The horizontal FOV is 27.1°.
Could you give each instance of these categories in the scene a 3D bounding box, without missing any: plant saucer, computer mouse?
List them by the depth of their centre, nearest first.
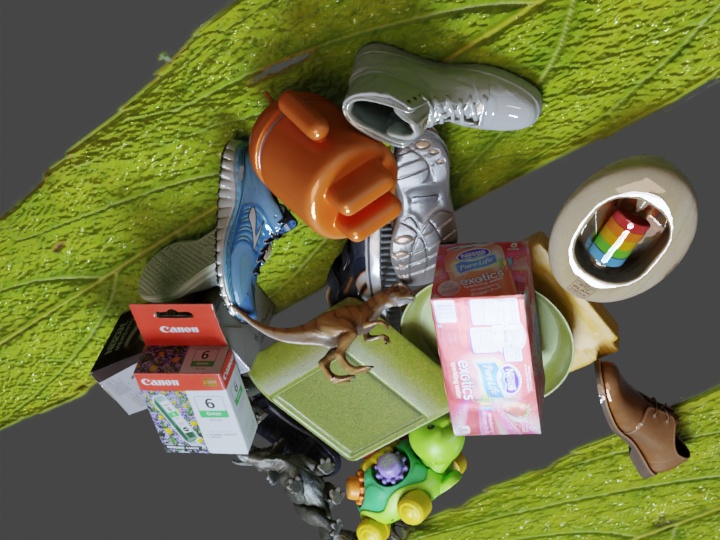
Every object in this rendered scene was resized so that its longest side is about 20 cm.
[{"bbox_3d":[0.144,0.073,1.689,0.198,0.031,0.201,8,131,9],"label":"plant saucer"},{"bbox_3d":[-0.010,0.142,1.733,0.200,0.048,0.199,40,130,-22],"label":"plant saucer"},{"bbox_3d":[-0.093,0.169,1.875,0.199,0.046,0.141,32,136,4],"label":"computer mouse"}]

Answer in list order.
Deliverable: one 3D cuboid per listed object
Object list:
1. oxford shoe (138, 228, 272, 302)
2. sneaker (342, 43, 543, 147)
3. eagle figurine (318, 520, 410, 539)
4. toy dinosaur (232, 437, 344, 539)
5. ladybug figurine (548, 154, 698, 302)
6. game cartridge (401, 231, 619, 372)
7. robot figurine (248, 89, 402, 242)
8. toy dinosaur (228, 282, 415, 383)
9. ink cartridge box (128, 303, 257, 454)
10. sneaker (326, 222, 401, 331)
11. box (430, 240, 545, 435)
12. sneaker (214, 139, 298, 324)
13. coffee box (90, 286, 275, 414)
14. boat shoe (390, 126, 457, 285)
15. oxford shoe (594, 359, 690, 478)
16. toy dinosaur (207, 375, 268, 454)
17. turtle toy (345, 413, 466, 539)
[{"bbox_3d":[-0.181,-0.005,1.741,0.199,0.076,0.058,-23,145,32],"label":"oxford shoe"},{"bbox_3d":[0.080,-0.157,1.497,0.198,0.116,0.074,13,130,5],"label":"sneaker"},{"bbox_3d":[-0.015,0.388,1.977,0.151,0.151,0.201,7,128,-40],"label":"eagle figurine"},{"bbox_3d":[-0.062,0.275,1.849,0.200,0.077,0.102,50,164,-16],"label":"toy dinosaur"},{"bbox_3d":[0.272,-0.047,1.558,0.135,0.072,0.200,29,131,-9],"label":"ladybug figurine"},{"bbox_3d":[0.174,0.060,1.707,0.199,0.033,0.176,-26,118,34],"label":"game cartridge"},{"bbox_3d":[-0.040,-0.109,1.542,0.143,0.200,0.117,14,112,-46],"label":"robot figurine"},{"bbox_3d":[-0.034,0.069,1.628,0.199,0.107,0.060,-15,167,-9],"label":"toy dinosaur"},{"bbox_3d":[-0.196,0.126,1.711,0.108,0.051,0.201,-1,132,17],"label":"ink cartridge box"},{"bbox_3d":[0.000,0.000,1.679,0.079,0.079,0.201,10,127,16],"label":"sneaker"},{"bbox_3d":[0.141,0.075,1.605,0.102,0.095,0.201,-3,128,13],"label":"box"},{"bbox_3d":[-0.113,-0.041,1.630,0.089,0.078,0.202,3,90,-3],"label":"sneaker"},{"bbox_3d":[-0.213,0.085,1.793,0.199,0.113,0.080,-22,121,30],"label":"coffee box"},{"bbox_3d":[0.066,-0.075,1.601,0.075,0.072,0.201,-1,127,-5],"label":"boat shoe"},{"bbox_3d":[0.325,0.163,1.728,0.071,0.072,0.200,-19,133,24],"label":"oxford shoe"},{"bbox_3d":[-0.179,0.161,1.835,0.199,0.077,0.102,-14,123,43],"label":"toy dinosaur"},{"bbox_3d":[0.060,0.246,1.842,0.200,0.146,0.101,-37,91,36],"label":"turtle toy"}]
